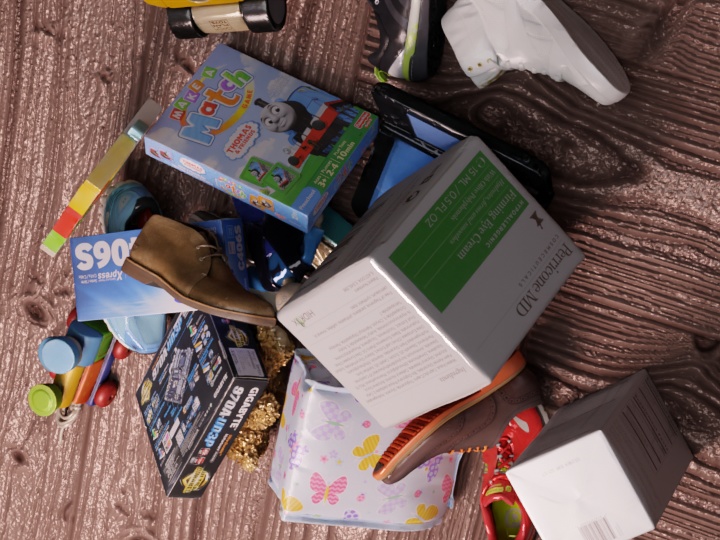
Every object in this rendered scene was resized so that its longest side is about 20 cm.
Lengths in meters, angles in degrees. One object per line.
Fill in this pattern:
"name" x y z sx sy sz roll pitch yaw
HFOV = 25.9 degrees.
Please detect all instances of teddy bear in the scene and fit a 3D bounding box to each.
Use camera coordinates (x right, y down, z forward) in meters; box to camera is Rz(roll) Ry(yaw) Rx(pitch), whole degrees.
"teddy bear" -0.130 0.127 1.753 0.145 0.067 0.200 57 138 32

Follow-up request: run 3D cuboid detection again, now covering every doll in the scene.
"doll" -0.094 -0.034 1.670 0.136 0.048 0.200 -39 59 31

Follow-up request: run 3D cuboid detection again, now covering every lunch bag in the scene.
"lunch bag" 0.014 0.187 1.705 0.200 0.127 0.170 7 107 -14

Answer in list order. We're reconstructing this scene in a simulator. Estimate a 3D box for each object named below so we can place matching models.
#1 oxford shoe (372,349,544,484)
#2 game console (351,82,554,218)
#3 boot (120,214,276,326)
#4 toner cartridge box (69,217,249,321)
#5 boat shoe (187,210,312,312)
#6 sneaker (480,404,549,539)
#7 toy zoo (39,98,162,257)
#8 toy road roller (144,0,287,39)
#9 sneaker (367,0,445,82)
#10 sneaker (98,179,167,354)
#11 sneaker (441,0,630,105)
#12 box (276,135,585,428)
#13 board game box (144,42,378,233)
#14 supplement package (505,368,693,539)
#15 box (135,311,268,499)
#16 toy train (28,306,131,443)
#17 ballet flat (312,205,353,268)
"oxford shoe" 0.103 0.167 1.616 0.200 0.071 0.073 -36 96 -6
"game console" 0.086 -0.083 1.615 0.200 0.176 0.116 28 84 13
"boot" -0.159 0.000 1.599 0.200 0.074 0.076 25 93 33
"toner cartridge box" -0.219 0.000 1.696 0.200 0.043 0.095 -7 91 27
"boat shoe" -0.106 -0.005 1.751 0.200 0.057 0.067 41 154 11
"sneaker" 0.161 0.217 1.677 0.077 0.085 0.200 -1 103 22
"toy zoo" -0.271 -0.104 1.666 0.020 0.131 0.200 37 145 -8
"toy road roller" -0.156 -0.336 1.608 0.123 0.200 0.146 -2 67 22
"sneaker" 0.042 -0.287 1.598 0.083 0.072 0.200 13 109 20
"sneaker" -0.251 0.002 1.773 0.090 0.078 0.200 19 118 60
"sneaker" 0.170 -0.213 1.570 0.200 0.074 0.116 48 118 15
"box" 0.068 0.015 1.549 0.171 0.199 0.200 47 146 -9
"board game box" -0.104 -0.143 1.660 0.200 0.151 0.037 26 151 15
"supplement package" 0.245 0.194 1.573 0.114 0.200 0.110 -28 92 27
"box" -0.180 0.131 1.742 0.200 0.046 0.159 -60 38 33
"toy train" -0.350 0.144 1.850 0.085 0.116 0.200 30 113 13
"ballet flat" 0.000 0.000 1.706 0.200 0.071 0.065 42 139 11
